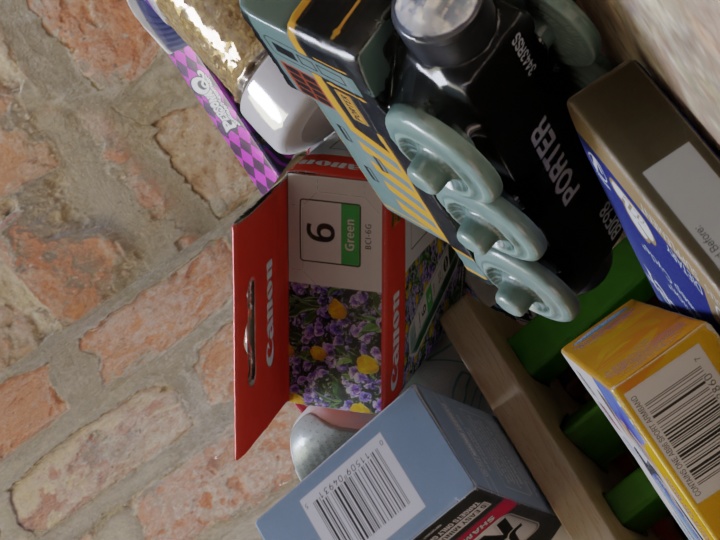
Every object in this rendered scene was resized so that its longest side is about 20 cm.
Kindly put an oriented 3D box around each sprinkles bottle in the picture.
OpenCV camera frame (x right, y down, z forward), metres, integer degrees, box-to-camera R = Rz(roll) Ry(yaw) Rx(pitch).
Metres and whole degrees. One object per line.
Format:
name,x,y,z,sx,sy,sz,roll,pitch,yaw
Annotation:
sprinkles bottle,-0.074,-0.144,0.886,0.200,0.068,0.068,48,180,13

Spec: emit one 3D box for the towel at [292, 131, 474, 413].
towel,0.007,0.032,1.026,0.200,0.023,0.145,52,-138,-52

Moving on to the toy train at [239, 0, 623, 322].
toy train,0.035,-0.056,0.715,0.114,0.085,0.200,31,170,29

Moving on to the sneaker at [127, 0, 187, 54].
sneaker,-0.109,-0.225,1.038,0.115,0.080,0.200,-97,-16,-54

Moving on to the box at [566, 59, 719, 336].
box,0.138,0.031,0.679,0.200,0.032,0.121,54,-177,-47

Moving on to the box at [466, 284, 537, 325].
box,0.082,0.010,1.269,0.199,0.050,0.199,17,-153,-34

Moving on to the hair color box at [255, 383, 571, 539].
hair color box,0.051,0.124,0.929,0.200,0.099,0.061,26,-153,-56

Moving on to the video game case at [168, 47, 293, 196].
video game case,-0.040,-0.159,1.338,0.036,0.181,0.201,-13,115,52

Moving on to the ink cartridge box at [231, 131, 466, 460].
ink cartridge box,0.000,0.000,0.893,0.200,0.050,0.110,-47,-40,-63

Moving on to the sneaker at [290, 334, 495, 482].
sneaker,0.028,0.068,0.978,0.200,0.070,0.081,4,-123,-53

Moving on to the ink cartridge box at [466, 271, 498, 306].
ink cartridge box,0.037,-0.098,1.123,0.201,0.083,0.145,55,-177,-21

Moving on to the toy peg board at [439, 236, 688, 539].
toy peg board,0.163,0.090,0.952,0.199,0.098,0.201,27,-152,-55

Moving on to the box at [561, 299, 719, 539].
box,0.121,0.071,0.685,0.119,0.041,0.200,56,180,0

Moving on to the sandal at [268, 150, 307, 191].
sandal,-0.013,-0.044,1.117,0.054,0.081,0.200,34,177,0
